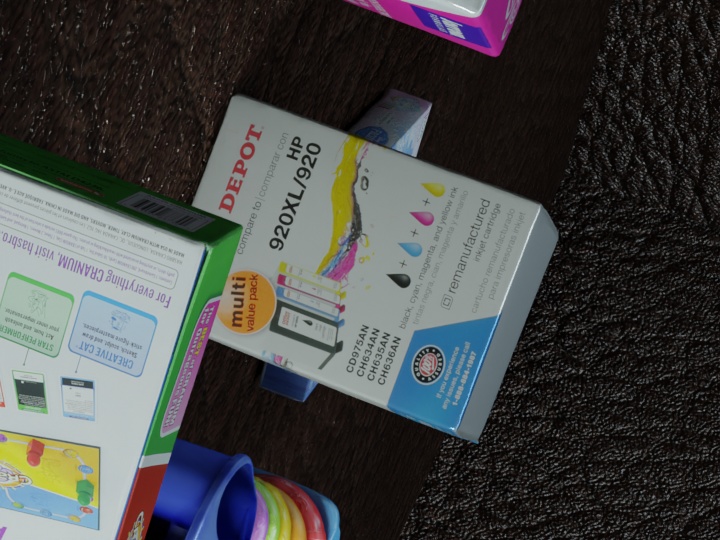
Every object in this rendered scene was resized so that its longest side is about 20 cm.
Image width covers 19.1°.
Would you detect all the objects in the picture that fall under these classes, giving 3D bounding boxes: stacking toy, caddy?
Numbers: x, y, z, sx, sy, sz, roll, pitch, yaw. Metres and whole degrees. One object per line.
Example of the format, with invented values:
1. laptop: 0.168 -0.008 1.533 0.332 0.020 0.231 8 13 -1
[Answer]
1. stacking toy: -0.095 0.183 1.534 0.116 0.109 0.200 -65 159 -13
2. caddy: -0.114 0.183 1.331 0.200 0.105 0.142 90 23 -66

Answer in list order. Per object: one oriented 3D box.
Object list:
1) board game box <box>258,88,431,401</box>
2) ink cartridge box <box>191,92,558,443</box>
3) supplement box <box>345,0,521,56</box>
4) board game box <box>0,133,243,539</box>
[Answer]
1. board game box: -0.010 -0.024 1.704 0.199 0.043 0.201 -53 161 -65
2. ink cartridge box: 0.000 0.000 1.315 0.145 0.199 0.148 32 79 -79
3. supplement box: -0.025 -0.165 0.792 0.101 0.199 0.104 22 88 -81
4. board game box: -0.142 0.054 0.734 0.040 0.152 0.201 -38 148 -74
